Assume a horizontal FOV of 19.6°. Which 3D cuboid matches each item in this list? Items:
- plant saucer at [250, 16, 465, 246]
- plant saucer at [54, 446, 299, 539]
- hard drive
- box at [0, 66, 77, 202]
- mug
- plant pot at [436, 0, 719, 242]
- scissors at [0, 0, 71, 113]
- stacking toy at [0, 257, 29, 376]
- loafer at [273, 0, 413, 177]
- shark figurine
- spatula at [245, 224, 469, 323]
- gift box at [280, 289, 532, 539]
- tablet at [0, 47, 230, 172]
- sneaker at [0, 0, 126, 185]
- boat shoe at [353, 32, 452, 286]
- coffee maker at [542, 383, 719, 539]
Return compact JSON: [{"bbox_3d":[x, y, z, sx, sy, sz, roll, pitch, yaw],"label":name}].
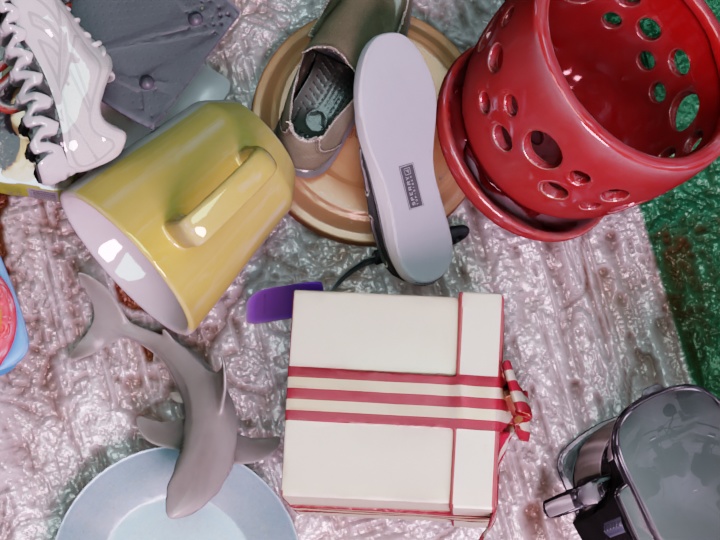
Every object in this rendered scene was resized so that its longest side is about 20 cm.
[{"bbox_3d":[0.008,-0.121,1.726,0.198,0.032,0.202,1,80,-4],"label":"plant saucer"},{"bbox_3d":[-0.145,0.241,1.645,0.199,0.039,0.203,1,79,-4],"label":"plant saucer"},{"bbox_3d":[-0.209,-0.213,1.653,0.199,0.042,0.135,36,79,1],"label":"hard drive"},{"bbox_3d":[-0.253,-0.161,1.687,0.075,0.050,0.202,7,80,-5],"label":"box"},{"bbox_3d":[-0.121,-0.048,1.637,0.153,0.150,0.186,-43,44,-17],"label":"mug"},{"bbox_3d":[0.169,-0.135,1.645,0.199,0.182,0.202,14,63,-29],"label":"plant pot"},{"bbox_3d":[-0.228,-0.211,1.621,0.073,0.014,0.200,43,86,3],"label":"scissors"},{"bbox_3d":[-0.321,0.027,1.584,0.115,0.200,0.111,-19,82,-9],"label":"stacking toy"},{"bbox_3d":[-0.010,-0.171,1.682,0.075,0.070,0.201,22,79,-1],"label":"loafer"},{"bbox_3d":[-0.135,0.083,1.638,0.127,0.090,0.215,-14,54,-30],"label":"shark figurine"},{"bbox_3d":[0.000,0.000,1.700,0.199,0.057,0.021,-23,64,-15],"label":"spatula"},{"bbox_3d":[0.040,0.124,1.616,0.185,0.185,0.202,1,83,4],"label":"gift box"},{"bbox_3d":[-0.222,-0.155,1.721,0.199,0.014,0.131,32,79,2],"label":"tablet"},{"bbox_3d":[-0.234,-0.170,1.582,0.080,0.075,0.202,-15,95,-11],"label":"sneaker"},{"bbox_3d":[0.026,-0.086,1.659,0.068,0.057,0.202,-10,93,-23],"label":"boat shoe"},{"bbox_3d":[0.250,0.188,1.607,0.192,0.200,0.135,44,80,4],"label":"coffee maker"}]
